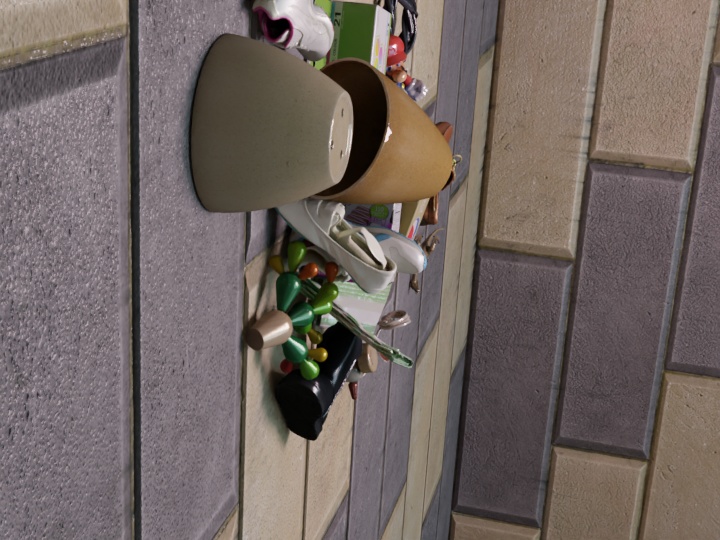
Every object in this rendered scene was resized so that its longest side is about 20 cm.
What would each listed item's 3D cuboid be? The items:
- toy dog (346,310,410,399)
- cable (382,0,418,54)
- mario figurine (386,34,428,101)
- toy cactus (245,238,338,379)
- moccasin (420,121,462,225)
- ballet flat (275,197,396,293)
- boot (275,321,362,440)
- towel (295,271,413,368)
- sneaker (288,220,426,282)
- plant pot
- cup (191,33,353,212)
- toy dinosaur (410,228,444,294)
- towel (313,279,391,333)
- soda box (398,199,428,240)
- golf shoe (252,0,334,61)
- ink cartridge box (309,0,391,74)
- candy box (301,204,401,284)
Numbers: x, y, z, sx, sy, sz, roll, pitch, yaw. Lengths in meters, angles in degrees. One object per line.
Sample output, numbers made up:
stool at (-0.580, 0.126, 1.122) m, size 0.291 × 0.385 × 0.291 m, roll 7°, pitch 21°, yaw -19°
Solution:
toy dog at (-0.001, 0.144, 1.924) m, size 0.200 × 0.131 × 0.097 m, roll -34°, pitch 121°, yaw -49°
cable at (0.061, -0.445, 2.021) m, size 0.200 × 0.050 × 0.165 m, roll -41°, pitch 133°, yaw -68°
mario figurine at (0.051, -0.302, 1.914) m, size 0.201 × 0.105 × 0.124 m, roll 86°, pitch 19°, yaw -48°
toy cactus at (-0.099, 0.060, 1.536) m, size 0.165 × 0.101 × 0.202 m, roll -28°, pitch 129°, yaw -52°
moccasin at (0.124, -0.159, 1.849) m, size 0.074 × 0.077 × 0.203 m, roll 84°, pitch 20°, yaw -49°
ballet flat at (-0.027, -0.052, 1.526) m, size 0.069 × 0.200 × 0.070 m, roll -43°, pitch -166°, yaw 14°
boot at (-0.057, 0.145, 1.706) m, size 0.201 × 0.076 × 0.169 m, roll 89°, pitch 24°, yaw -61°
towel at (-0.012, 0.073, 1.669) m, size 0.023 × 0.199 × 0.153 m, roll -53°, pitch 166°, yaw -1°
sneaker at (-0.005, -0.020, 1.611) m, size 0.077 × 0.198 × 0.082 m, roll 89°, pitch 15°, yaw -63°
plant pot at (0.030, -0.166, 1.536) m, size 0.199 × 0.185 × 0.189 m, roll 15°, pitch 82°, yaw -47°
cup at (-0.088, -0.157, 1.277) m, size 0.200 × 0.141 × 0.203 m, roll 8°, pitch 90°, yaw -77°
toy dinosaur at (0.147, -0.047, 2.656) m, size 0.101 × 0.058 × 0.201 m, roll 106°, pitch 7°, yaw -61°
towel at (0.000, 0.000, 1.815) m, size 0.148 × 0.031 × 0.202 m, roll 14°, pitch 96°, yaw -50°
soda box at (0.064, -0.103, 1.736) m, size 0.202 × 0.063 × 0.068 m, roll -69°, pitch 167°, yaw 13°
golf shoe at (-0.088, -0.303, 1.392) m, size 0.092 × 0.075 × 0.200 m, roll -63°, pitch 160°, yaw -15°
ink cartridge box at (-0.016, -0.316, 1.659) m, size 0.200 × 0.075 × 0.150 m, roll -24°, pitch 121°, yaw -77°
candy box at (-0.010, -0.085, 1.690) m, size 0.061 × 0.135 × 0.203 m, roll -29°, pitch 125°, yaw -75°
